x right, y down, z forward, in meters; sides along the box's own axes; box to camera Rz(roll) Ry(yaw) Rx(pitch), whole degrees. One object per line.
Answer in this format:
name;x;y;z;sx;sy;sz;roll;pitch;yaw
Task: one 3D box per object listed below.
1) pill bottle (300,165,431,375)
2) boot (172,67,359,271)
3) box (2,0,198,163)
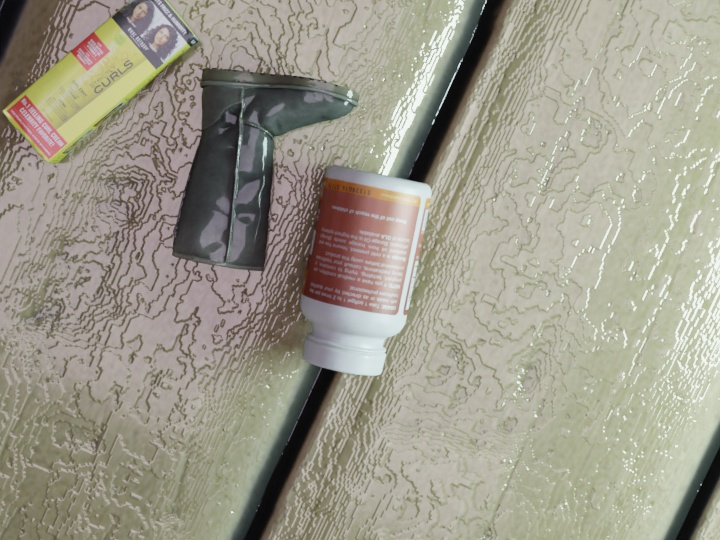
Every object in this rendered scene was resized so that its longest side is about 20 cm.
pill bottle;0.000;0.000;1.238;0.112;0.112;0.201;12;94;-3
boot;-0.098;-0.099;1.247;0.181;0.073;0.201;6;88;11
box;-0.265;-0.201;1.241;0.200;0.050;0.075;-39;96;2
